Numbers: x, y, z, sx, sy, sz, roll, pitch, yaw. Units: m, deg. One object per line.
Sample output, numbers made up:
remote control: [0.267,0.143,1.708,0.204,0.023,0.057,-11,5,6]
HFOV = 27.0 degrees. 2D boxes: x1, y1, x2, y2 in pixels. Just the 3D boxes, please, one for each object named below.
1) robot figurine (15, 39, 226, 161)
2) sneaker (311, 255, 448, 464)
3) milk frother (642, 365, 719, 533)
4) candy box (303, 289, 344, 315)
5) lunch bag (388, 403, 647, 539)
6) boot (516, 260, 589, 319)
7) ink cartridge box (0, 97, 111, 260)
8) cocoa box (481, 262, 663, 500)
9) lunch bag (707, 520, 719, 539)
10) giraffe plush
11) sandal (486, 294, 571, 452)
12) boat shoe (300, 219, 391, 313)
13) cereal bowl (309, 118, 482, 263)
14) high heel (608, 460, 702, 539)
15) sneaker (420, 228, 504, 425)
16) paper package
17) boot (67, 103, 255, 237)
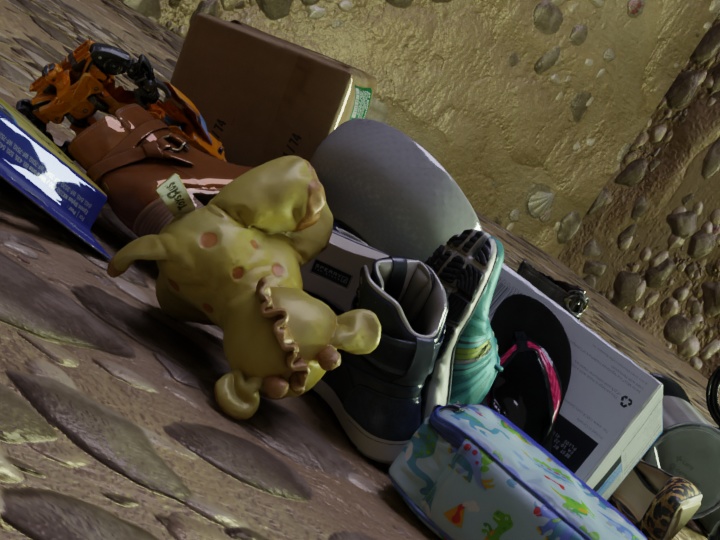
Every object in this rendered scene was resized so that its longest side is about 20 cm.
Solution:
robot figurine: [-0.226,-0.137,1.404,0.200,0.144,0.059,41,23,-41]
sneaker: [-0.001,0.039,1.209,0.076,0.148,0.202,-6,30,-32]
milk frother: [0.407,0.187,1.763,0.180,0.201,0.188,35,8,-12]
candy box: [-0.047,0.035,1.384,0.199,0.056,0.115,38,12,22]
lunch bag: [0.124,0.183,1.130,0.200,0.083,0.161,39,8,18]
boot: [0.173,0.091,1.496,0.069,0.175,0.200,27,11,-36]
ink cartridge box: [-0.294,-0.112,1.216,0.200,0.047,0.198,37,-5,38]
cocoa box: [0.158,0.114,1.353,0.199,0.134,0.131,37,-12,24]
lunch bag: [0.413,0.308,1.390,0.200,0.118,0.164,44,14,29]
giraffe plush: [-0.070,0.024,1.109,0.163,0.172,0.200,55,12,20]
sandal: [0.137,0.109,1.258,0.074,0.202,0.045,2,-27,12]
boat shoe: [0.000,0.000,1.325,0.199,0.075,0.093,31,18,-3]
cereal bowl: [0.019,-0.039,1.403,0.200,0.083,0.201,37,-27,23]
high heel: [0.270,0.211,1.516,0.142,0.071,0.200,42,-6,15]
sneaker: [0.079,0.060,1.232,0.079,0.202,0.077,4,22,-31]
paper package: [-0.106,-0.136,1.523,0.189,0.202,0.103,23,9,11]
boot: [-0.152,-0.089,1.344,0.155,0.077,0.199,42,46,16]
